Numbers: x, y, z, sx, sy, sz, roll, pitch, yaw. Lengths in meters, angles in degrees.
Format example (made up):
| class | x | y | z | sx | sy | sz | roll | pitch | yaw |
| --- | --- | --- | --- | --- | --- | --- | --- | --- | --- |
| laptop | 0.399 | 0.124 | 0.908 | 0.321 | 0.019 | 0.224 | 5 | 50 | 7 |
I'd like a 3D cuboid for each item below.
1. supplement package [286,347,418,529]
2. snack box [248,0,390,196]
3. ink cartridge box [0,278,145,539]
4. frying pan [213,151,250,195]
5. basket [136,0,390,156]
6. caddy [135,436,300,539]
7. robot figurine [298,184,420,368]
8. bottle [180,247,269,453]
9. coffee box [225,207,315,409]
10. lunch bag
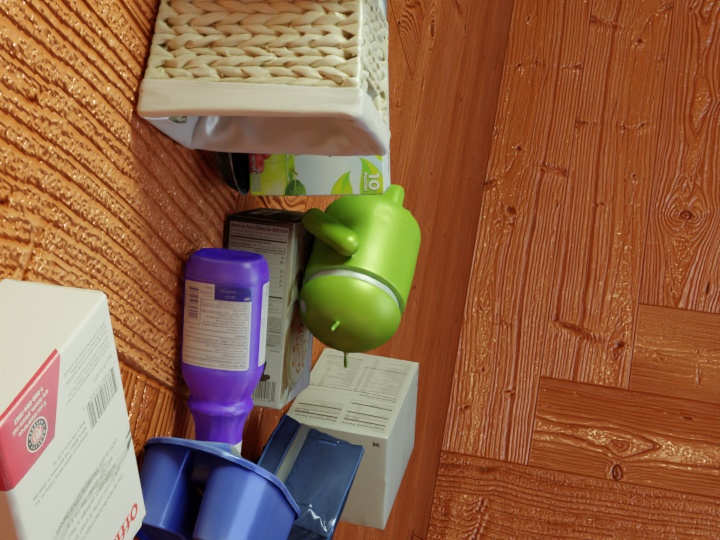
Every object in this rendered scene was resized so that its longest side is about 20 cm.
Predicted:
| class | x | y | z | sx | sy | sz | roll | pitch | yaw |
| --- | --- | --- | --- | --- | --- | --- | --- | --- | --- |
| supplement package | -0.011 | 0.233 | 1.523 | 0.200 | 0.148 | 0.154 | -59 | 154 | -61 |
| snack box | -0.042 | -0.178 | 1.076 | 0.053 | 0.140 | 0.204 | -48 | 137 | -77 |
| ink cartridge box | -0.219 | 0.132 | 0.714 | 0.145 | 0.083 | 0.203 | -64 | 156 | -54 |
| frying pan | -0.124 | -0.168 | 1.080 | 0.115 | 0.030 | 0.193 | 74 | 15 | -66 |
| basket | -0.076 | -0.176 | 0.932 | 0.136 | 0.197 | 0.126 | 34 | 59 | -76 |
| caddy | -0.135 | 0.217 | 1.008 | 0.201 | 0.139 | 0.106 | 75 | 31 | -60 |
| robot figurine | 0.000 | 0.000 | 1.167 | 0.176 | 0.114 | 0.202 | 70 | 29 | -52 |
| bottle | -0.135 | 0.082 | 1.054 | 0.065 | 0.082 | 0.204 | -36 | 131 | -73 |
| coffee box | -0.100 | 0.038 | 1.190 | 0.114 | 0.078 | 0.204 | -27 | 124 | -75 |
| lunch bag | -0.089 | 0.278 | 1.269 | 0.200 | 0.131 | 0.137 | -61 | 170 | -60 |
